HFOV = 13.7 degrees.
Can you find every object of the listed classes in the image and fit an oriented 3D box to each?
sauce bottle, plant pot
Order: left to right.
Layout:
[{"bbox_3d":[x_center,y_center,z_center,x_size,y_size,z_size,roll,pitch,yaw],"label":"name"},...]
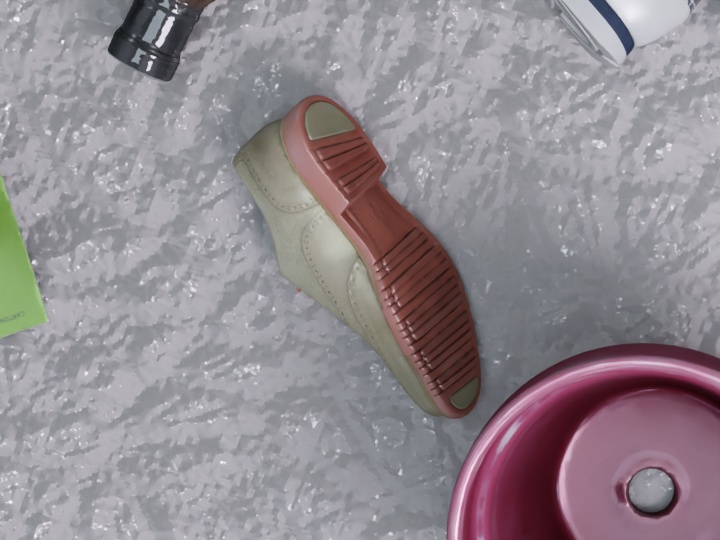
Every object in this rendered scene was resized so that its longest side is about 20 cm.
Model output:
[{"bbox_3d":[-0.083,-0.203,1.684,0.065,0.065,0.200,30,100,5],"label":"sauce bottle"},{"bbox_3d":[0.156,0.131,1.622,0.200,0.179,0.200,1,97,10],"label":"plant pot"}]

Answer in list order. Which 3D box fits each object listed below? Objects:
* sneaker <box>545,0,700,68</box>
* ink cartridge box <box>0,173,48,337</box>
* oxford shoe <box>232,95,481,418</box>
[{"bbox_3d":[0.109,-0.211,1.655,0.080,0.076,0.200,-37,94,0],"label":"sneaker"},{"bbox_3d":[-0.282,-0.041,1.729,0.148,0.076,0.200,-18,91,11],"label":"ink cartridge box"},{"bbox_3d":[0.000,0.000,1.702,0.074,0.071,0.200,-27,92,36],"label":"oxford shoe"}]
